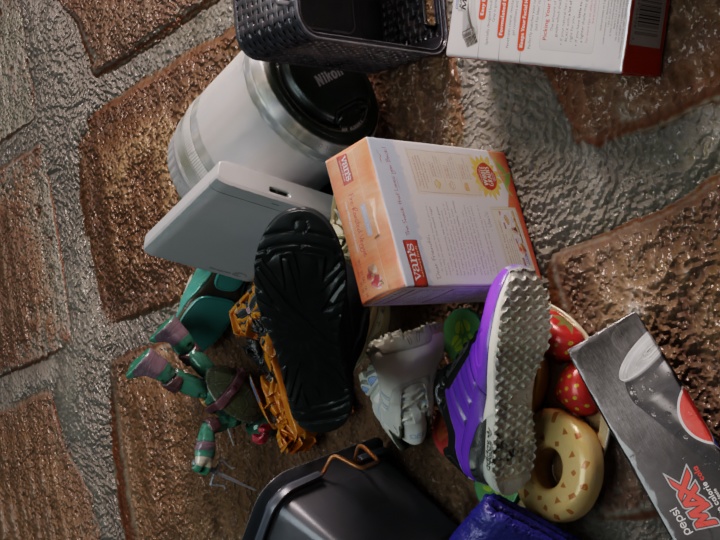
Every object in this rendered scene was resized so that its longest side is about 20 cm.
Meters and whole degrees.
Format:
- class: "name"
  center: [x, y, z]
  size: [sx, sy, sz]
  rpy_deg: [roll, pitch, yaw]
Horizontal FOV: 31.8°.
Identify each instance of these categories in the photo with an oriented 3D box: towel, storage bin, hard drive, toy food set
- class: "towel"
  center: [0.116, 0.294, 1.145]
  size: [0.200, 0.147, 0.050]
  rpy_deg: [-54, 17, 28]
- class: "storage bin"
  center: [0.002, 0.257, 1.227]
  size: [0.134, 0.200, 0.146]
  rpy_deg: [33, 114, 28]
- class: "storage bin"
  center: [-0.019, -0.271, 1.213]
  size: [0.093, 0.199, 0.136]
  rpy_deg: [-8, 85, 45]
- class: "hard drive"
  center: [-0.126, -0.045, 1.295]
  size: [0.200, 0.131, 0.027]
  rpy_deg: [-33, 47, 54]
- class: "toy food set"
  center: [0.145, 0.125, 1.163]
  size: [0.197, 0.048, 0.201]
  rpy_deg: [4, 94, 46]

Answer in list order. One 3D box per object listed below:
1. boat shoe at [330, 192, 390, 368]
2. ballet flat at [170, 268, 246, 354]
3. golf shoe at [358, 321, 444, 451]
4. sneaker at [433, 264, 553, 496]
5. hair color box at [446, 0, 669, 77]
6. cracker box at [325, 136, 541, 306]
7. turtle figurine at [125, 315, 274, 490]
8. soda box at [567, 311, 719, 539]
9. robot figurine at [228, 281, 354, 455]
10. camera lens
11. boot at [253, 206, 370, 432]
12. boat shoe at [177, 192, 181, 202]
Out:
- class: "boat shoe"
  center: [0.000, 0.000, 1.214]
  size: [0.073, 0.063, 0.201]
  rpy_deg: [5, 115, 15]
- class: "ballet flat"
  center: [-0.170, 0.012, 1.487]
  size: [0.201, 0.067, 0.071]
  rpy_deg: [-58, 32, 29]
- class: "golf shoe"
  center: [0.050, 0.112, 1.197]
  size: [0.200, 0.078, 0.098]
  rpy_deg: [97, 157, -70]
- class: "sneaker"
  center: [0.106, 0.090, 1.119]
  size: [0.099, 0.069, 0.202]
  rpy_deg: [15, 101, 48]
- class: "hair color box"
  center: [0.173, -0.234, 1.113]
  size: [0.199, 0.064, 0.112]
  rpy_deg: [16, 104, 44]
- class: "cracker box"
  center: [0.069, -0.041, 1.127]
  size: [0.058, 0.199, 0.135]
  rpy_deg: [-25, 73, 39]
- class: "turtle figurine"
  center: [-0.166, 0.148, 1.444]
  size: [0.200, 0.150, 0.101]
  rpy_deg: [44, 110, -11]
- class: "soda box"
  center: [0.248, 0.138, 1.029]
  size: [0.071, 0.063, 0.201]
  rpy_deg: [-31, 66, 9]
- class: "robot figurine"
  center: [-0.082, 0.091, 1.391]
  size: [0.145, 0.058, 0.201]
  rpy_deg: [-45, 61, 39]
- class: "camera lens"
  center: [-0.091, -0.148, 1.321]
  size: [0.200, 0.159, 0.161]
  rpy_deg: [-37, 65, 40]
- class: "boot"
  center: [-0.038, 0.021, 1.107]
  size: [0.076, 0.168, 0.201]
  rpy_deg: [-7, 110, 6]
- class: "boat shoe"
  center: [-0.183, -0.097, 1.448]
  size: [0.072, 0.072, 0.201]
  rpy_deg: [-36, 46, 17]
